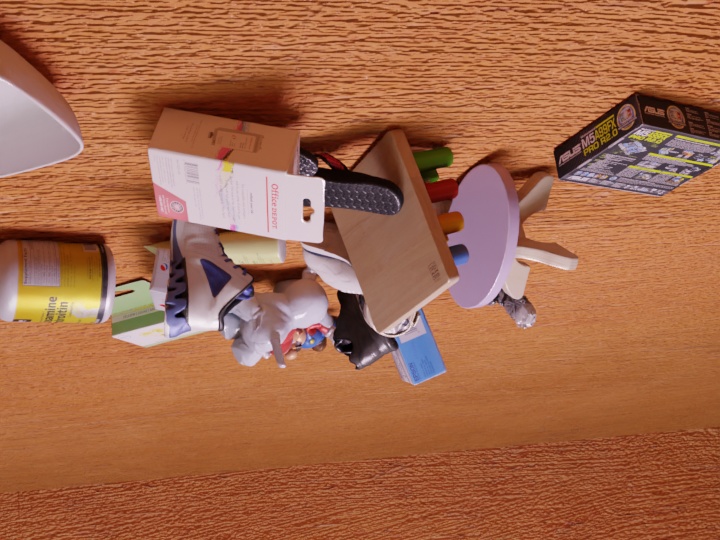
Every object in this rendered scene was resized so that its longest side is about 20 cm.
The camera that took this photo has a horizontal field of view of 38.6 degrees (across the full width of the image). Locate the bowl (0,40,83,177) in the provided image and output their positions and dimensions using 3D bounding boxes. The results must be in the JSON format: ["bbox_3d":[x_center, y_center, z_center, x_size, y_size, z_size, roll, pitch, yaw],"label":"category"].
[{"bbox_3d":[-0.395,-0.164,1.014,0.197,0.076,0.200,-13,159,12],"label":"bowl"}]

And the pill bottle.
[{"bbox_3d":[-0.448,0.015,1.428,0.197,0.114,0.112,2,158,-25],"label":"pill bottle"}]

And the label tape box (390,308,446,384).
[{"bbox_3d":[0.075,0.112,1.743,0.065,0.145,0.200,-22,180,-9],"label":"label tape box"}]

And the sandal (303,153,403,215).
[{"bbox_3d":[-0.037,-0.112,1.270,0.197,0.046,0.076,12,149,14],"label":"sandal"}]

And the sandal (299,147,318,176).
[{"bbox_3d":[-0.141,-0.138,1.221,0.197,0.049,0.076,0,150,24],"label":"sandal"}]

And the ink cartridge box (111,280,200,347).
[{"bbox_3d":[-0.361,0.076,1.722,0.143,0.049,0.200,-15,161,21],"label":"ink cartridge box"}]

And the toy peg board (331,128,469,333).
[{"bbox_3d":[0.068,-0.053,1.326,0.097,0.202,0.200,-14,166,-30],"label":"toy peg board"}]

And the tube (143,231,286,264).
[{"bbox_3d":[-0.207,-0.030,1.488,0.196,0.052,0.059,-3,124,9],"label":"tube"}]

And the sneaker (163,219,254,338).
[{"bbox_3d":[-0.191,-0.006,1.328,0.113,0.203,0.081,5,163,-11],"label":"sneaker"}]

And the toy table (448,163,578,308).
[{"bbox_3d":[0.200,-0.047,1.417,0.116,0.184,0.202,-5,129,-35],"label":"toy table"}]

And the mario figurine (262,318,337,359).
[{"bbox_3d":[-0.107,0.132,1.865,0.124,0.106,0.199,-54,150,17],"label":"mario figurine"}]

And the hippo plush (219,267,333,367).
[{"bbox_3d":[-0.138,0.050,1.651,0.160,0.161,0.199,-31,-171,-27],"label":"hippo plush"}]

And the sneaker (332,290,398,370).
[{"bbox_3d":[-0.012,0.088,1.671,0.090,0.200,0.076,-37,119,1],"label":"sneaker"}]

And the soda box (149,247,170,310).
[{"bbox_3d":[-0.268,0.020,1.505,0.067,0.065,0.200,11,168,-7],"label":"soda box"}]

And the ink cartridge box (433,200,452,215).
[{"bbox_3d":[0.095,-0.050,1.534,0.161,0.051,0.198,-24,151,39],"label":"ink cartridge box"}]

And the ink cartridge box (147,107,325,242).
[{"bbox_3d":[-0.131,-0.105,1.159,0.197,0.068,0.117,11,143,4],"label":"ink cartridge box"}]

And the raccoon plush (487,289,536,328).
[{"bbox_3d":[0.222,0.023,1.587,0.133,0.201,0.097,3,137,-47],"label":"raccoon plush"}]

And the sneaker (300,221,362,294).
[{"bbox_3d":[0.000,0.000,1.465,0.076,0.198,0.081,-38,142,-34],"label":"sneaker"}]

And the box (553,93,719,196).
[{"bbox_3d":[0.378,-0.159,1.345,0.197,0.045,0.160,5,156,-30],"label":"box"}]

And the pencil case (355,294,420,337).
[{"bbox_3d":[0.038,0.034,1.562,0.088,0.079,0.200,6,-163,-9],"label":"pencil case"}]
